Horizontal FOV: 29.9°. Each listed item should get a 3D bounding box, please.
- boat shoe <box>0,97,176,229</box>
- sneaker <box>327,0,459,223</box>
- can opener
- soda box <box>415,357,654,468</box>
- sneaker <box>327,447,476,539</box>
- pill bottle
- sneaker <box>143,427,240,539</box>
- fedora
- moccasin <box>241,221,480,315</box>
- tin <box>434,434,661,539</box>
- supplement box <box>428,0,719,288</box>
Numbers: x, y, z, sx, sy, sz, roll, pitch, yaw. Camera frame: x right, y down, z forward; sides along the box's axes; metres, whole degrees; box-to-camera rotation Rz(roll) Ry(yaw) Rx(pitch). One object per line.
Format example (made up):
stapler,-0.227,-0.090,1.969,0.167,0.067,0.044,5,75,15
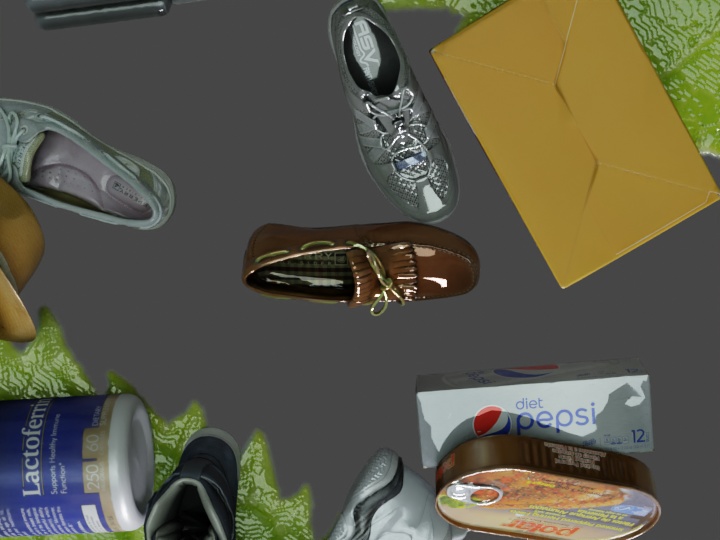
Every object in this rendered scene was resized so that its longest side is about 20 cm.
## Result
boat shoe,-0.253,-0.088,1.136,0.200,0.065,0.075,26,99,-1
sneaker,0.021,-0.128,1.107,0.074,0.082,0.202,-26,97,7
can opener,-0.179,-0.248,1.123,0.197,0.053,0.068,-6,67,4
soda box,0.146,0.120,1.151,0.197,0.063,0.069,-5,99,4
sneaker,0.017,0.265,1.176,0.114,0.075,0.202,29,97,0
pill bottle,-0.284,0.168,1.155,0.197,0.116,0.118,-4,99,3
sneaker,-0.140,0.253,1.148,0.076,0.146,0.206,-1,101,1
fedora,-0.323,-0.030,1.119,0.200,0.201,0.082,42,62,-4
moccasin,0.000,-0.001,1.124,0.198,0.078,0.075,7,124,2
tin,0.156,0.186,1.133,0.197,0.042,0.112,12,137,-18
supplement box,0.156,-0.118,1.042,0.132,0.200,0.199,-30,97,7
